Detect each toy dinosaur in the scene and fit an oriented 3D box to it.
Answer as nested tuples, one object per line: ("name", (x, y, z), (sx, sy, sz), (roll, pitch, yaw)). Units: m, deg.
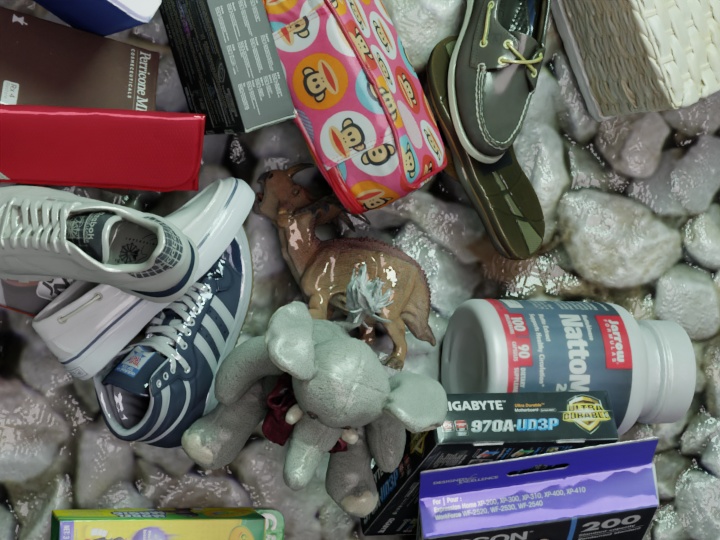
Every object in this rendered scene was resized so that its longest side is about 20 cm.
("toy dinosaur", (0.000, 0.000, 1.450), (0.199, 0.086, 0.136), (22, 85, -20))

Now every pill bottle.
("pill bottle", (0.180, 0.086, 1.501), (0.199, 0.120, 0.120), (1, 93, -19))

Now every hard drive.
("hard drive", (-0.227, -0.222, 1.295), (0.132, 0.200, 0.025), (34, 83, -18))

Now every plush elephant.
("plush elephant", (-0.027, 0.100, 1.319), (0.164, 0.155, 0.201), (26, 97, -7))

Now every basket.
("basket", (0.278, -0.254, 1.492), (0.197, 0.161, 0.201), (-24, 99, -15))

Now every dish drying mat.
("dish drying mat", (-0.218, -0.091, 1.300), (0.199, 0.018, 0.077), (3, 134, -8))

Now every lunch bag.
("lunch bag", (-0.001, -0.155, 1.406), (0.082, 0.176, 0.201), (-23, 95, 20))

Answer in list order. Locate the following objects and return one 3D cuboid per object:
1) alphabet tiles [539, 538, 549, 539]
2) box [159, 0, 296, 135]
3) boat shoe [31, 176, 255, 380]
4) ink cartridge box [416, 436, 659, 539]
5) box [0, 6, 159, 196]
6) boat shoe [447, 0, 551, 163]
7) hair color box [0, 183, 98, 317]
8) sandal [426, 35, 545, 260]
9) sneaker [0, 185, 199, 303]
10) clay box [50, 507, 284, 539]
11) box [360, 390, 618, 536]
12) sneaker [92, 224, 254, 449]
("alphabet tiles", (0.112, 0.299, 1.478), (0.200, 0.015, 0.195), (-41, 133, 22))
("box", (-0.119, -0.207, 1.356), (0.043, 0.160, 0.201), (-19, 99, -17))
("boat shoe", (-0.166, -0.008, 1.334), (0.200, 0.073, 0.067), (-49, 112, -12))
("ink cartridge box", (0.143, 0.205, 1.441), (0.197, 0.200, 0.044), (-8, 61, -4))
("box", (-0.259, -0.137, 1.337), (0.199, 0.075, 0.101), (15, 51, -21))
("boat shoe", (0.121, -0.190, 1.459), (0.071, 0.060, 0.202), (18, 67, -30))
("hair color box", (-0.279, -0.023, 1.365), (0.199, 0.061, 0.102), (18, 88, -19))
("sandal", (0.099, -0.101, 1.492), (0.081, 0.054, 0.201), (-22, 91, -40))
("sneaker", (-0.219, -0.029, 1.278), (0.199, 0.081, 0.077), (7, 81, 11))
("clay box", (-0.155, 0.256, 1.434), (0.199, 0.048, 0.116), (2, 94, -18))
("box", (0.100, 0.162, 1.440), (0.158, 0.200, 0.046), (0, 61, -19))
("sneaker", (-0.150, 0.045, 1.385), (0.108, 0.070, 0.201), (8, 94, -59))
